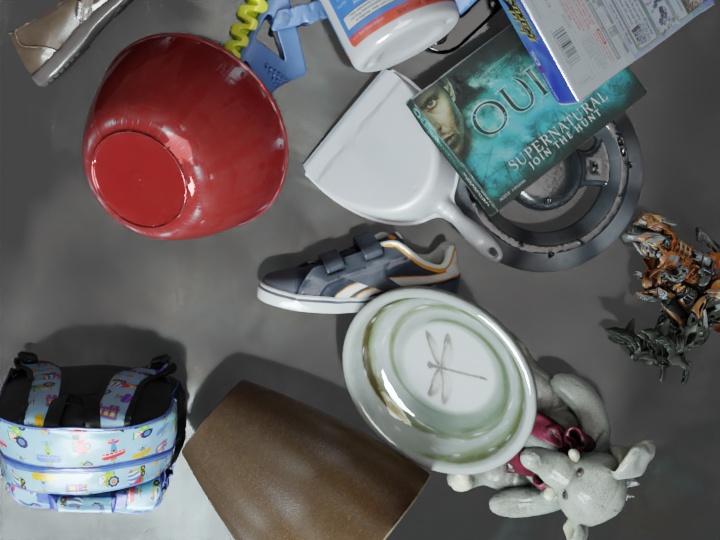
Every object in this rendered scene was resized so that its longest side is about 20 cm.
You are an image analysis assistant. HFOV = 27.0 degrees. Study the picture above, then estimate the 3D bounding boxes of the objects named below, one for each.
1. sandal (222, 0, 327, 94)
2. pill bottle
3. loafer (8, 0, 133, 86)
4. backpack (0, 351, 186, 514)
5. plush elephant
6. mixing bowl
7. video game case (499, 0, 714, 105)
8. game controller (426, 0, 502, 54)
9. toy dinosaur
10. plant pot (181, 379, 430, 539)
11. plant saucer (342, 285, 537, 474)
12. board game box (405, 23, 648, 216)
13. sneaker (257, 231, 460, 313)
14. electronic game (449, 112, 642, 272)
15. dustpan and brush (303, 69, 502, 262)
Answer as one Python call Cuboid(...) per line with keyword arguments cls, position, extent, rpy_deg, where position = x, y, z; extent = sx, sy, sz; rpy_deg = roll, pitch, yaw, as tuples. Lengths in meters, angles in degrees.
Cuboid(cls="sandal", position=(-0.089, -0.202, 1.422), extent=(0.087, 0.079, 0.200), rpy_deg=(22, 98, -11))
Cuboid(cls="pill bottle", position=(0.000, -0.294, 1.381), extent=(0.112, 0.112, 0.200), rpy_deg=(-27, 84, 0))
Cuboid(cls="loafer", position=(-0.253, -0.263, 1.399), extent=(0.071, 0.073, 0.200), rpy_deg=(43, 94, -10))
Cuboid(cls="backpack", position=(-0.256, 0.159, 1.403), extent=(0.182, 0.200, 0.135), rpy_deg=(2, 99, -5))
Cuboid(cls="plush elephant", position=(0.198, 0.192, 1.463), extent=(0.200, 0.155, 0.165), rpy_deg=(29, 96, -7))
Cuboid(cls="mixing bowl", position=(-0.178, -0.103, 1.370), extent=(0.200, 0.108, 0.200), rpy_deg=(11, 122, 18))
Cuboid(cls="video game case", position=(0.212, -0.287, 1.401), extent=(0.181, 0.045, 0.200), rpy_deg=(-36, 105, -16))
Cuboid(cls="game controller", position=(0.114, -0.303, 1.437), extent=(0.200, 0.042, 0.104), rpy_deg=(-44, 99, 3))
Cuboid(cls="toy dinosaur", position=(0.328, 0.037, 1.486), extent=(0.200, 0.102, 0.136), rpy_deg=(42, 77, 12))
Cuboid(cls="plant pot", position=(-0.068, 0.205, 1.449), extent=(0.200, 0.187, 0.187), rpy_deg=(40, 94, 3))
Cuboid(cls="plant saucer", position=(0.081, 0.098, 1.429), extent=(0.200, 0.050, 0.200), rpy_deg=(14, 122, 24))
Cuboid(cls="board game box", position=(0.158, -0.163, 1.426), extent=(0.200, 0.028, 0.135), rpy_deg=(-38, 89, -17))
Cuboid(cls="sneaker", position=(0.000, 0.000, 1.460), extent=(0.200, 0.078, 0.080), rpy_deg=(2, 104, -16))
Cuboid(cls="electronic game", position=(0.179, -0.098, 1.473), extent=(0.200, 0.042, 0.200), rpy_deg=(0, 91, -6))
Cuboid(cls="dustpan and brush", position=(0.059, -0.079, 1.445), extent=(0.200, 0.057, 0.140), rpy_deg=(46, 105, 20))
